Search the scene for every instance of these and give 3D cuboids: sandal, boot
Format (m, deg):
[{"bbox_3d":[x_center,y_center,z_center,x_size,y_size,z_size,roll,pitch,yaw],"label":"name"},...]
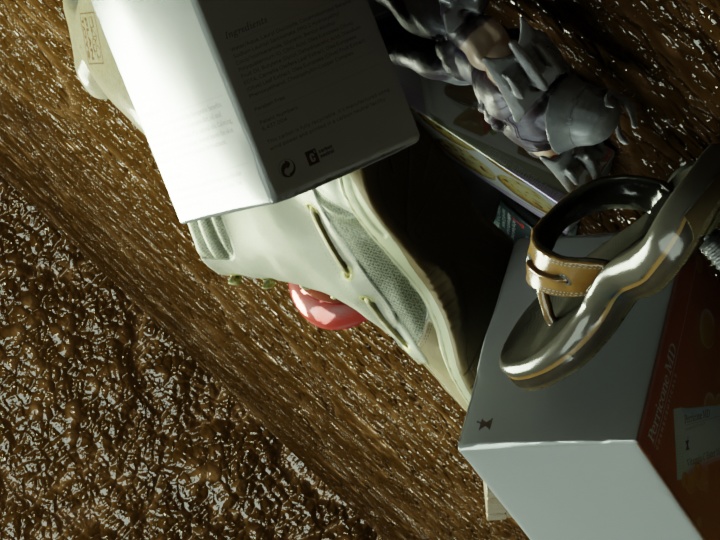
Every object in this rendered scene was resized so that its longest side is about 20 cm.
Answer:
[{"bbox_3d":[0.102,-0.009,1.018,0.054,0.082,0.200,37,156,-1],"label":"sandal"},{"bbox_3d":[0.000,0.000,1.210,0.154,0.072,0.200,3,138,42],"label":"boot"}]

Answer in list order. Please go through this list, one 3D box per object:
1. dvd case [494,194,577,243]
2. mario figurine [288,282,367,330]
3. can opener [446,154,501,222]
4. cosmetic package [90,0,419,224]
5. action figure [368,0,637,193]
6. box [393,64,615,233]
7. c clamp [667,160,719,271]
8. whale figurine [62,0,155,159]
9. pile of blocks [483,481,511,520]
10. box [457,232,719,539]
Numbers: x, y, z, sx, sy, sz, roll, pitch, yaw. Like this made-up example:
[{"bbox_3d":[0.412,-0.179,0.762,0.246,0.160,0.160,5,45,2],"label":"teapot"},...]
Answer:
[{"bbox_3d":[0.039,-0.063,1.343,0.200,0.022,0.146,42,170,12],"label":"dvd case"},{"bbox_3d":[-0.019,-0.044,1.384,0.200,0.105,0.124,45,-153,-61],"label":"mario figurine"},{"bbox_3d":[0.069,-0.019,1.250,0.067,0.054,0.200,18,153,3],"label":"can opener"},{"bbox_3d":[-0.064,-0.130,1.038,0.107,0.085,0.201,-6,106,63],"label":"cosmetic package"},{"bbox_3d":[0.045,-0.102,1.044,0.200,0.069,0.130,31,158,36],"label":"action figure"},{"bbox_3d":[0.030,-0.090,1.144,0.200,0.039,0.041,34,166,8],"label":"box"},{"bbox_3d":[0.196,0.021,1.061,0.200,0.027,0.171,48,168,-21],"label":"c clamp"},{"bbox_3d":[-0.097,-0.135,1.288,0.200,0.103,0.160,4,106,64],"label":"whale figurine"},{"bbox_3d":[0.096,0.056,1.381,0.082,0.062,0.201,84,-179,-46],"label":"pile of blocks"},{"bbox_3d":[0.145,0.089,1.186,0.097,0.125,0.200,-4,142,32],"label":"box"}]
